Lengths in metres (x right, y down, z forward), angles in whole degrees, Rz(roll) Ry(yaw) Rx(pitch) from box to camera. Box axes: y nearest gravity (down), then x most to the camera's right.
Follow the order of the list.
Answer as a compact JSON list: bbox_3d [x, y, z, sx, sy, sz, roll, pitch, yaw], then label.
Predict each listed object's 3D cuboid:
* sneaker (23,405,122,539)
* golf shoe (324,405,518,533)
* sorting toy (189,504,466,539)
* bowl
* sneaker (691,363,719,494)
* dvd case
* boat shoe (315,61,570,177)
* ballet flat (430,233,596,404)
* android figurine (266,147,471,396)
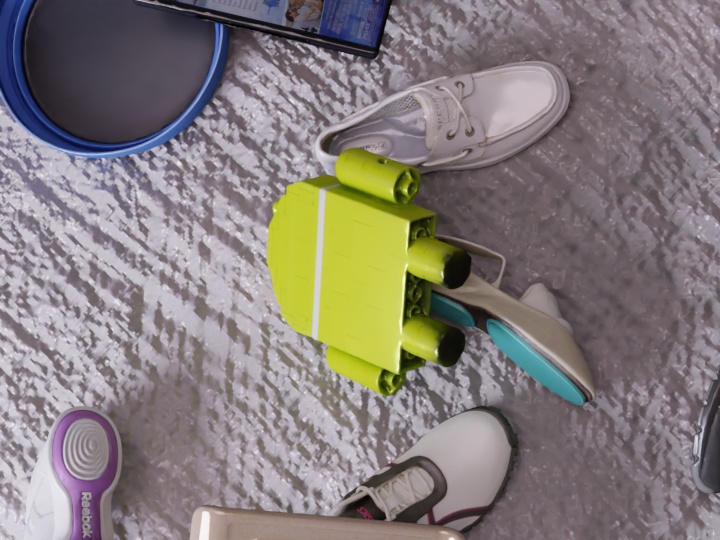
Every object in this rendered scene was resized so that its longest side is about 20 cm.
[{"bbox_3d":[-0.222,0.209,1.654,0.075,0.100,0.200,12,71,-16],"label":"sneaker"},{"bbox_3d":[0.034,0.176,1.599,0.200,0.088,0.077,-41,73,4],"label":"golf shoe"},{"bbox_3d":[-0.030,0.264,1.560,0.200,0.036,0.185,7,102,-1],"label":"sorting toy"},{"bbox_3d":[-0.200,-0.186,1.736,0.200,0.039,0.201,-2,81,14],"label":"bowl"},{"bbox_3d":[0.298,0.072,1.554,0.079,0.075,0.200,22,88,14],"label":"sneaker"},{"bbox_3d":[-0.066,-0.254,1.696,0.200,0.018,0.143,14,77,4],"label":"dvd case"},{"bbox_3d":[0.061,-0.112,1.643,0.200,0.069,0.071,-20,76,10],"label":"boat shoe"},{"bbox_3d":[0.104,0.024,1.618,0.200,0.069,0.070,32,90,16],"label":"ballet flat"},{"bbox_3d":[0.000,0.000,1.616,0.200,0.041,0.182,20,116,42],"label":"android figurine"}]
